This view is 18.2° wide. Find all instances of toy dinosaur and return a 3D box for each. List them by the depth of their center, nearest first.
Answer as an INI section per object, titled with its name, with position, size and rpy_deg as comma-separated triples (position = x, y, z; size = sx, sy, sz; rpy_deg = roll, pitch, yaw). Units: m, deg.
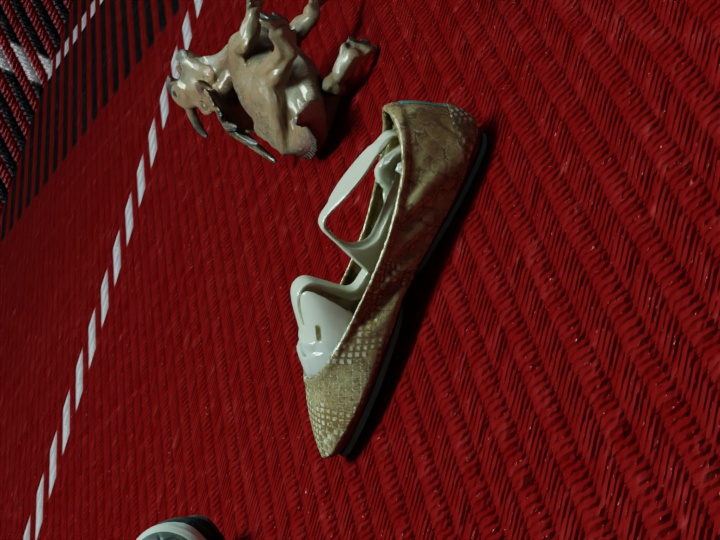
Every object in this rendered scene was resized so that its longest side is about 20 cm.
[toy dinosaur]
position = -0.056, -0.117, 1.526
size = 0.200, 0.085, 0.136
rpy_deg = 57, 135, 52

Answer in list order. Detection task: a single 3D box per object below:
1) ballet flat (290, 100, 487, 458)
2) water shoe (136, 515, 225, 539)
[ballet flat]
position = 0.000, 0.000, 1.198
size = 0.201, 0.065, 0.070
rpy_deg = -68, 16, 2
[water shoe]
position = -0.125, 0.241, 1.328
size = 0.201, 0.071, 0.079
rpy_deg = -67, -12, 11
